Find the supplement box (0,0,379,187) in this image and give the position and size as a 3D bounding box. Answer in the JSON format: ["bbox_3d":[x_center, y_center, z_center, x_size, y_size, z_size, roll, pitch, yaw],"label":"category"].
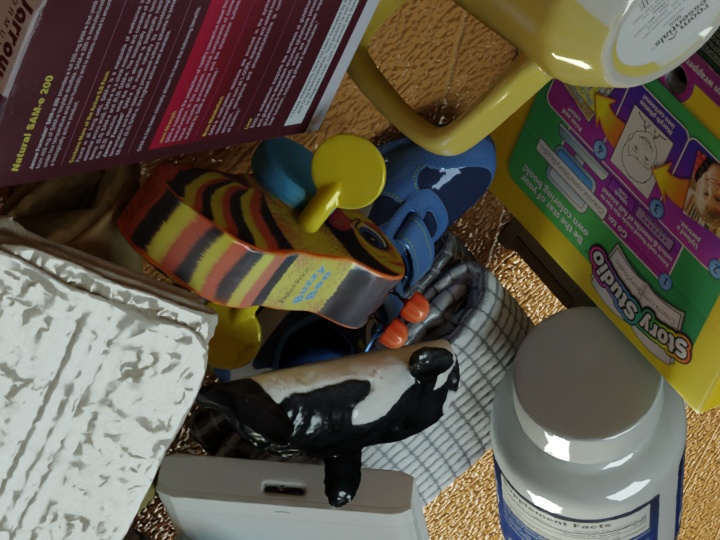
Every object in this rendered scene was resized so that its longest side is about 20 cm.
[{"bbox_3d":[-0.087,-0.106,1.101,0.199,0.061,0.109,-13,141,-43],"label":"supplement box"}]

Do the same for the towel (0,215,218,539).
[{"bbox_3d":[-0.157,0.081,1.129,0.132,0.034,0.201,23,104,-25],"label":"towel"}]

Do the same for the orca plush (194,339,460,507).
[{"bbox_3d":[-0.005,0.078,1.223,0.104,0.072,0.200,-10,179,17],"label":"orca plush"}]

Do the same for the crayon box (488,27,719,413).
[{"bbox_3d":[0.162,-0.056,1.331,0.058,0.200,0.173,-19,145,-36],"label":"crayon box"}]

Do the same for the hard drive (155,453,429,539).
[{"bbox_3d":[-0.027,0.150,1.356,0.131,0.026,0.200,4,154,9],"label":"hard drive"}]

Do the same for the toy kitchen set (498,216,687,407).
[{"bbox_3d":[0.164,0.072,1.552,0.199,0.163,0.181,2,130,-52],"label":"toy kitchen set"}]

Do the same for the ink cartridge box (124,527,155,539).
[{"bbox_3d":[-0.165,0.217,1.433,0.146,0.083,0.200,-43,152,3],"label":"ink cartridge box"}]

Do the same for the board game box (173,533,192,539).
[{"bbox_3d":[-0.066,0.250,1.359,0.148,0.064,0.200,-54,137,-3],"label":"board game box"}]

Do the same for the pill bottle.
[{"bbox_3d":[0.130,0.103,1.443,0.111,0.111,0.200,-34,153,-13],"label":"pill bottle"}]

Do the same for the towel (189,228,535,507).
[{"bbox_3d":[0.009,0.077,1.457,0.200,0.086,0.166,-43,154,-1],"label":"towel"}]

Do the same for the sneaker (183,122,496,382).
[{"bbox_3d":[0.000,0.000,1.335,0.199,0.082,0.074,-37,149,-10],"label":"sneaker"}]

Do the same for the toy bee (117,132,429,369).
[{"bbox_3d":[-0.018,-0.012,1.199,0.199,0.109,0.131,-26,154,-42],"label":"toy bee"}]

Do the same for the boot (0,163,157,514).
[{"bbox_3d":[-0.157,0.066,1.189,0.201,0.066,0.175,90,26,-42],"label":"boot"}]

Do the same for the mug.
[{"bbox_3d":[0.090,-0.150,1.161,0.149,0.153,0.187,-17,144,-38],"label":"mug"}]
